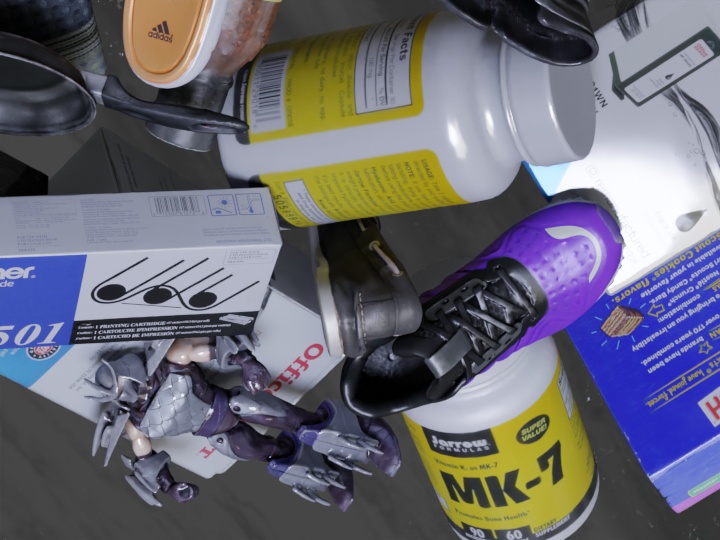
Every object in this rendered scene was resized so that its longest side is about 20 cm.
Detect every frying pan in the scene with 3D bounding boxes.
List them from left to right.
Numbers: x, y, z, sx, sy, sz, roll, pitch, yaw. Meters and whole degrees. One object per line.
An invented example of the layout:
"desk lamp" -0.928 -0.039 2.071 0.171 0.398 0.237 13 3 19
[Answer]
"frying pan" -0.166 -0.103 1.097 0.190 0.031 0.115 -2 159 24

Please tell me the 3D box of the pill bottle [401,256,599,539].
"pill bottle" 0.087 0.092 1.386 0.114 0.114 0.200 -22 131 1

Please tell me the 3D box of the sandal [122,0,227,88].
"sandal" -0.096 -0.196 1.064 0.059 0.079 0.207 -11 113 -61

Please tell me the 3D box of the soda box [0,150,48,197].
"soda box" -0.263 -0.051 1.142 0.063 0.071 0.200 -16 152 28

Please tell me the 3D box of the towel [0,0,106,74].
"towel" -0.251 -0.144 1.115 0.200 0.035 0.193 -17 149 -5

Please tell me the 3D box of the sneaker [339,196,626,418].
"sneaker" 0.068 0.033 1.207 0.200 0.100 0.070 -34 95 25

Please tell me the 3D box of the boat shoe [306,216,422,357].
"boat shoe" 0.000 0.000 1.223 0.057 0.200 0.067 -8 111 -2

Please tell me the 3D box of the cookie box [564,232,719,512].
"cookie box" 0.220 0.024 1.306 0.171 0.200 0.075 -32 146 10

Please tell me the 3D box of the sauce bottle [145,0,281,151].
"sauce bottle" -0.070 -0.164 1.122 0.066 0.066 0.200 14 105 -27

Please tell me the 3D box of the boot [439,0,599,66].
"boot" 0.119 -0.163 1.111 0.200 0.132 0.070 15 146 -24

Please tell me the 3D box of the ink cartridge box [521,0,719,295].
"ink cartridge box" 0.197 -0.102 1.239 0.200 0.084 0.146 -33 97 11

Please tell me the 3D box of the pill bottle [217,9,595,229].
"pill bottle" 0.028 -0.089 1.170 0.200 0.111 0.111 -7 137 25

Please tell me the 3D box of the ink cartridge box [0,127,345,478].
"ink cartridge box" -0.127 0.025 1.280 0.145 0.084 0.200 -44 128 18

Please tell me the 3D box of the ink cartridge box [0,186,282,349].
"ink cartridge box" -0.152 0.000 1.149 0.200 0.044 0.094 -2 146 -18

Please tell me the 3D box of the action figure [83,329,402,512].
"action figure" -0.079 0.091 1.251 0.200 0.069 0.130 19 124 -28
